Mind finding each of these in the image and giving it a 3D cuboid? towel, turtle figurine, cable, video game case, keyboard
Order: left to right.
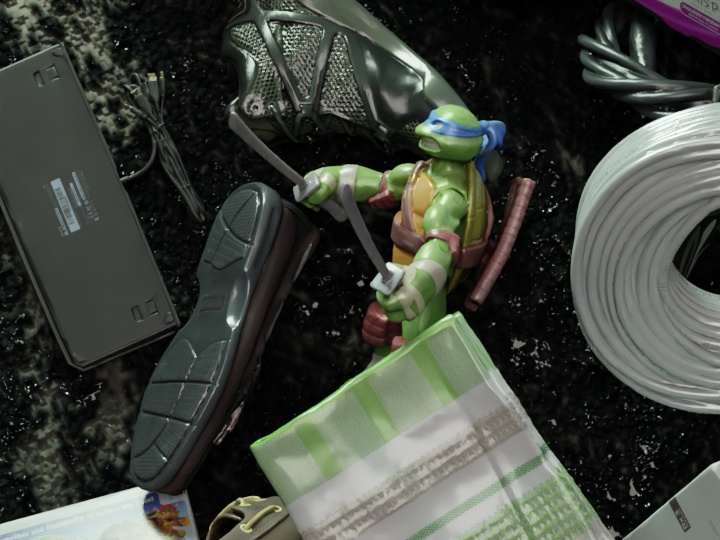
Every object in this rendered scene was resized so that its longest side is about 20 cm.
[{"bbox_3d":[-0.154,0.214,1.569,0.143,0.018,0.200,-15,44,-3],"label":"video game case"},{"bbox_3d":[-0.160,-0.049,1.681,0.127,0.021,0.201,-23,80,1],"label":"keyboard"},{"bbox_3d":[0.000,0.000,1.579,0.144,0.200,0.195,18,115,36],"label":"turtle figurine"},{"bbox_3d":[0.050,0.144,1.506,0.149,0.031,0.200,-33,90,-5],"label":"towel"},{"bbox_3d":[0.232,-0.147,1.663,0.163,0.051,0.200,23,52,39],"label":"cable"},{"bbox_3d":[0.222,-0.008,1.580,0.199,0.069,0.200,-22,118,16],"label":"cable"}]

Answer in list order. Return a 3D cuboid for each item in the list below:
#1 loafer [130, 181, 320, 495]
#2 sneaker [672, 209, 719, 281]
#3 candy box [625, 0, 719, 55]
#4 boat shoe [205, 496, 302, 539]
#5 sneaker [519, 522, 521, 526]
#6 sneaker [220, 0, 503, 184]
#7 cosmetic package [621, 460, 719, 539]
[{"bbox_3d":[-0.077,0.048,1.638,0.063,0.072,0.201,27,77,-35],"label":"loafer"},{"bbox_3d":[0.248,-0.047,1.657,0.199,0.071,0.083,-40,75,-11],"label":"sneaker"},{"bbox_3d":[0.268,-0.210,1.639,0.200,0.061,0.136,-30,43,-24],"label":"candy box"},{"bbox_3d":[-0.064,0.165,1.560,0.059,0.200,0.072,40,125,2],"label":"boat shoe"},{"bbox_3d":[0.099,0.201,1.575,0.077,0.076,0.200,-33,106,6],"label":"sneaker"},{"bbox_3d":[-0.009,-0.097,1.666,0.199,0.076,0.114,40,82,11],"label":"sneaker"},{"bbox_3d":[0.221,0.174,1.539,0.081,0.200,0.113,-20,73,-23],"label":"cosmetic package"}]
